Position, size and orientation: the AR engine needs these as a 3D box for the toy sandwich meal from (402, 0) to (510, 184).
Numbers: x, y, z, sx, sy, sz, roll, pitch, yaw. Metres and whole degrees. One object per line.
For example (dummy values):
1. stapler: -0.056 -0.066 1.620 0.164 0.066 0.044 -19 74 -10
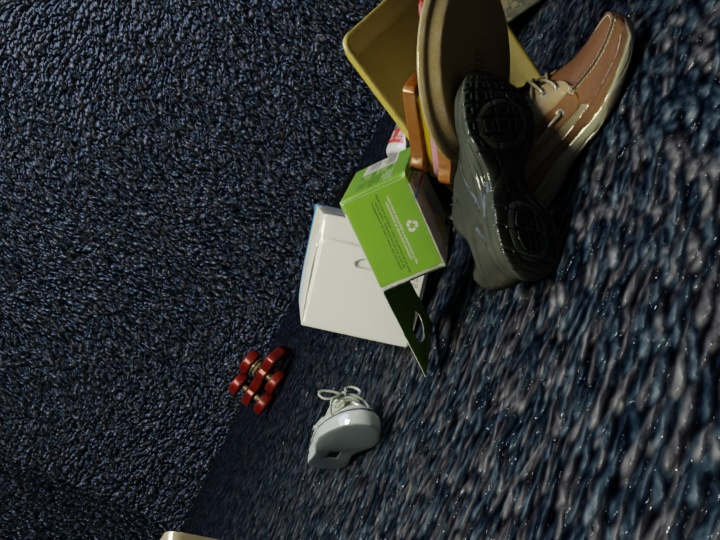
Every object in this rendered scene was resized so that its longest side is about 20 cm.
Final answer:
1. toy sandwich meal: 0.083 -0.191 0.828 0.204 0.070 0.208 -14 -74 -58

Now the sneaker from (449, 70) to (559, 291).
1. sneaker: 0.108 -0.077 0.754 0.091 0.075 0.202 141 128 -60

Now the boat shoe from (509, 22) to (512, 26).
1. boat shoe: 0.179 -0.339 1.380 0.074 0.075 0.202 134 161 -77

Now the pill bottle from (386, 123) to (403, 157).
1. pill bottle: 0.123 -0.242 1.265 0.114 0.113 0.202 166 127 -80

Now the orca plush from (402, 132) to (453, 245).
1. orca plush: 0.104 -0.093 1.033 0.105 0.071 0.201 -31 -38 -19

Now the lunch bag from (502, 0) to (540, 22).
1. lunch bag: 0.211 -0.460 1.284 0.163 0.117 0.201 -28 32 46

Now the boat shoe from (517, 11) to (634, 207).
1. boat shoe: 0.174 -0.142 0.779 0.201 0.071 0.076 -62 8 20

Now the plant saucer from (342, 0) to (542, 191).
1. plant saucer: 0.087 -0.217 0.945 0.200 0.200 0.048 -48 19 -27

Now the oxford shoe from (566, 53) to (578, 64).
1. oxford shoe: 0.164 -0.130 0.874 0.201 0.057 0.075 -59 7 28

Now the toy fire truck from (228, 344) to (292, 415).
1. toy fire truck: -0.249 0.273 2.310 0.201 0.112 0.168 -59 -9 32

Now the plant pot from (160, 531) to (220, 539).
1. plant pot: -0.095 0.340 0.711 0.200 0.198 0.179 126 155 -56

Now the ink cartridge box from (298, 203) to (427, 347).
1. ink cartridge box: 0.000 0.000 1.157 0.200 0.145 0.146 -123 45 -81

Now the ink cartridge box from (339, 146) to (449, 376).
1. ink cartridge box: 0.061 -0.015 0.917 0.075 0.201 0.148 -23 14 14

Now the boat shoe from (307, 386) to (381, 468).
1. boat shoe: -0.020 0.181 1.067 0.202 0.074 0.087 116 159 -62

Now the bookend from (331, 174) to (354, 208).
1. bookend: -0.013 -0.144 2.007 0.199 0.091 0.201 -51 15 56
